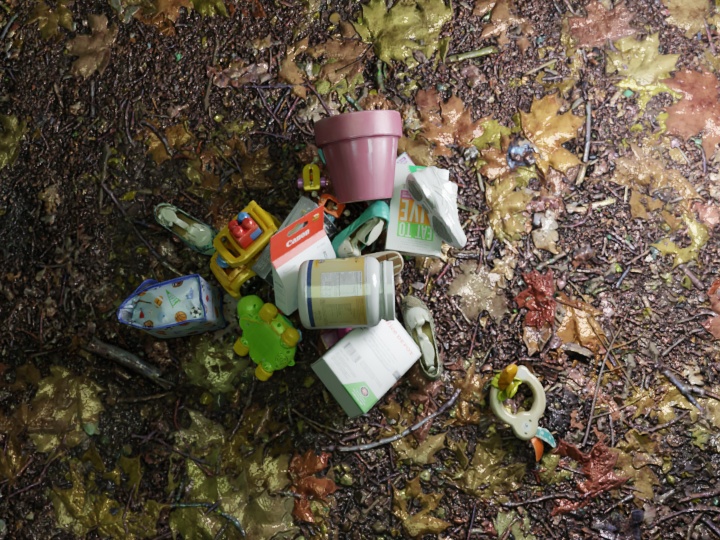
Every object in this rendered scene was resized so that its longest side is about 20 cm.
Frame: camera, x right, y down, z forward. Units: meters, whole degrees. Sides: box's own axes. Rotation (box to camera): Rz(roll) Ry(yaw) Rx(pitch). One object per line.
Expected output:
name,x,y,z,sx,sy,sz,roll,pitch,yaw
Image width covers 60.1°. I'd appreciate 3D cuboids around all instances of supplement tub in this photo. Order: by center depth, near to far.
supplement tub,-0.026,0.047,1.300,0.194,0.145,0.149,-2,79,4

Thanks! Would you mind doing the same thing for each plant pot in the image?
plant pot,0.002,-0.247,1.386,0.194,0.200,0.184,-7,96,2

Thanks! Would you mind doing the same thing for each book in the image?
book,0.129,-0.137,1.432,0.130,0.048,0.206,6,80,-1

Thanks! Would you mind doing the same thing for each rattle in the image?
rattle,0.363,0.304,1.333,0.127,0.143,0.205,-13,72,-17

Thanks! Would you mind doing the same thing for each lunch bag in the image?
lunch bag,-0.424,0.088,1.403,0.195,0.170,0.127,-14,76,2

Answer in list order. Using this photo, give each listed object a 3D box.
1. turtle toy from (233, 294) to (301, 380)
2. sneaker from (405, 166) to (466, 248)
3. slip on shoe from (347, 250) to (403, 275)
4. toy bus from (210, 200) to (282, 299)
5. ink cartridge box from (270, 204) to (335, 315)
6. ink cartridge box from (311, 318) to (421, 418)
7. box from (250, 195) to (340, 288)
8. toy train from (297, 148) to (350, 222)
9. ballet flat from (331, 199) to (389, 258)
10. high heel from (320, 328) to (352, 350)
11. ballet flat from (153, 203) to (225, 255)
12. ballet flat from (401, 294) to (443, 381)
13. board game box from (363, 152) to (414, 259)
turtle toy,-0.213,0.139,1.413,0.200,0.101,0.146,46,110,12
sneaker,0.190,-0.148,1.383,0.098,0.078,0.203,-32,90,-19
slip on shoe,0.000,0.000,1.400,0.195,0.061,0.078,-18,95,0
toy bus,-0.264,-0.053,1.401,0.200,0.192,0.136,-43,73,-3
ink cartridge box,-0.121,-0.022,1.364,0.047,0.203,0.159,33,51,29
ink cartridge box,0.015,0.195,1.352,0.199,0.084,0.147,-38,88,-31
box,-0.141,-0.045,1.412,0.048,0.159,0.202,31,81,28
toy train,-0.067,-0.219,1.493,0.147,0.056,0.204,23,80,3
ballet flat,-0.006,-0.073,1.416,0.200,0.067,0.071,-46,35,23
high heel,-0.007,0.206,1.411,0.095,0.067,0.203,-30,70,0
ballet flat,-0.414,-0.099,1.488,0.196,0.074,0.076,27,82,8
ballet flat,0.142,0.148,1.403,0.066,0.075,0.205,-16,79,1
board game box,0.108,-0.154,1.477,0.152,0.040,0.202,-37,80,-3
